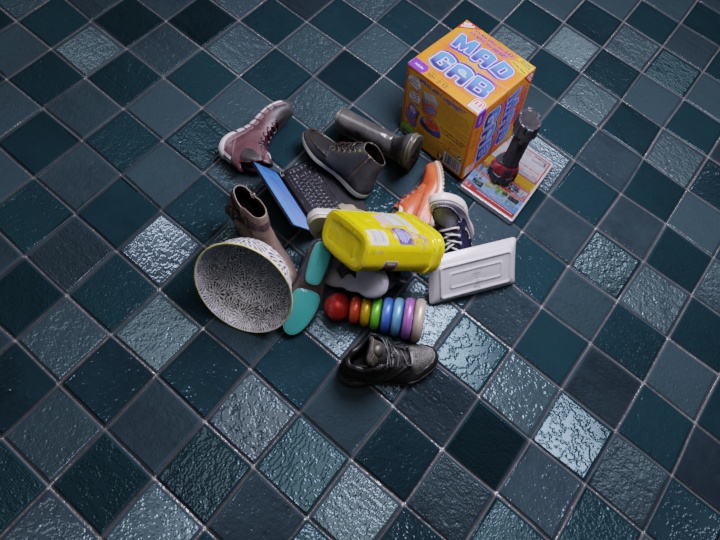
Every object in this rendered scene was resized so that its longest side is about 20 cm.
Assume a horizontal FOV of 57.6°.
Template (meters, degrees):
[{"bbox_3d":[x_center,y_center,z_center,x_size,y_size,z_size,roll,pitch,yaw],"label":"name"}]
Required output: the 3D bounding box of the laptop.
[{"bbox_3d":[-0.104,-0.177,1.375,0.197,0.104,0.179,-28,70,-19],"label":"laptop"}]

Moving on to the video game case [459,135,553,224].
[{"bbox_3d":[0.335,-0.215,1.496,0.142,0.018,0.201,36,65,11],"label":"video game case"}]

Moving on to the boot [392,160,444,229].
[{"bbox_3d":[0.126,-0.155,1.412,0.105,0.075,0.204,9,64,3],"label":"boot"}]

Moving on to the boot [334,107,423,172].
[{"bbox_3d":[0.036,-0.296,1.420,0.198,0.182,0.073,37,82,4],"label":"boot"}]

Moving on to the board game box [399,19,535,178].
[{"bbox_3d":[0.230,-0.377,1.452,0.199,0.201,0.200,-40,68,-22],"label":"board game box"}]

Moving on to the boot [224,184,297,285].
[{"bbox_3d":[-0.193,-0.070,1.285,0.199,0.147,0.070,42,64,14],"label":"boot"}]

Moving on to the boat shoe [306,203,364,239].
[{"bbox_3d":[-0.036,-0.094,1.321,0.198,0.074,0.070,17,49,-48],"label":"boat shoe"}]

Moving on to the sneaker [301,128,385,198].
[{"bbox_3d":[-0.033,-0.260,1.410,0.199,0.107,0.075,42,41,5],"label":"sneaker"}]

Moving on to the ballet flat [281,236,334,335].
[{"bbox_3d":[-0.102,0.029,1.281,0.072,0.073,0.204,23,98,5],"label":"ballet flat"}]

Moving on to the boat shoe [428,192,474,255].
[{"bbox_3d":[0.187,-0.074,1.316,0.073,0.200,0.095,-7,66,25],"label":"boat shoe"}]

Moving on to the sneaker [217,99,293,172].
[{"bbox_3d":[-0.203,-0.278,1.426,0.199,0.076,0.116,-39,65,-12],"label":"sneaker"}]

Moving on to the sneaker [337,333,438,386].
[{"bbox_3d":[0.060,0.166,1.220,0.195,0.115,0.078,-3,65,-11],"label":"sneaker"}]

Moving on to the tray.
[{"bbox_3d":[0.231,0.005,1.329,0.196,0.109,0.022,-13,30,-13],"label":"tray"}]

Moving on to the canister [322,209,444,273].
[{"bbox_3d":[0.042,-0.056,1.242,0.197,0.088,0.148,0,29,-41],"label":"canister"}]

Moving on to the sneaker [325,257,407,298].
[{"bbox_3d":[0.000,0.000,1.317,0.198,0.077,0.113,23,18,36],"label":"sneaker"}]

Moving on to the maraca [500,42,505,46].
[{"bbox_3d":[0.293,-0.509,1.587,0.137,0.108,0.200,-40,74,-22],"label":"maraca"}]

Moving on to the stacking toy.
[{"bbox_3d":[0.026,0.081,1.280,0.195,0.086,0.087,11,62,4],"label":"stacking toy"}]

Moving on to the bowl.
[{"bbox_3d":[-0.205,0.010,1.243,0.197,0.203,0.095,21,38,4],"label":"bowl"}]

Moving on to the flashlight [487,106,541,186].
[{"bbox_3d":[0.329,-0.263,1.397,0.067,0.201,0.068,-35,70,-23],"label":"flashlight"}]
